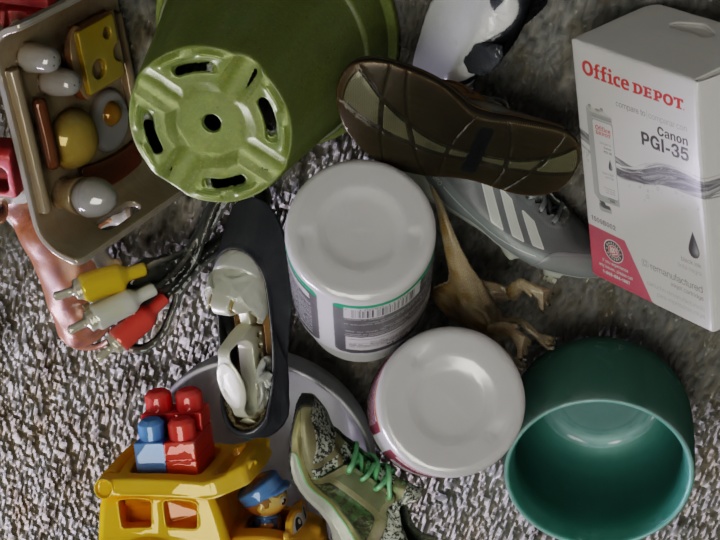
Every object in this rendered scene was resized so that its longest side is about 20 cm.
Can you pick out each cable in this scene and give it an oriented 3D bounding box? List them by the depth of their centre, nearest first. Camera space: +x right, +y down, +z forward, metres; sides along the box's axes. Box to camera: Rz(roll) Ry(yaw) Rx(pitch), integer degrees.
[{"bbox_3d":[-0.148,0.004,1.495,0.200,0.050,0.097,-31,117,-1],"label":"cable"}]

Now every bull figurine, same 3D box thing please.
[{"bbox_3d":[-0.238,-0.023,1.537,0.121,0.065,0.200,-10,120,12],"label":"bull figurine"}]

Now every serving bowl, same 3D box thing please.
[{"bbox_3d":[-0.079,0.148,1.592,0.200,0.066,0.201,6,119,11],"label":"serving bowl"}]

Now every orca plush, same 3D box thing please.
[{"bbox_3d":[0.106,-0.214,1.361,0.105,0.071,0.200,44,128,42],"label":"orca plush"}]

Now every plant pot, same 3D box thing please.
[{"bbox_3d":[-0.085,-0.146,1.358,0.199,0.190,0.201,6,119,10],"label":"plant pot"}]

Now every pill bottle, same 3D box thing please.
[{"bbox_3d":[0.000,0.000,1.410,0.113,0.113,0.200,16,163,5],"label":"pill bottle"},{"bbox_3d":[0.064,0.108,1.447,0.114,0.200,0.115,0,84,-3],"label":"pill bottle"}]

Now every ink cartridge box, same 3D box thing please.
[{"bbox_3d":[0.235,-0.078,1.335,0.083,0.146,0.200,-23,119,-25],"label":"ink cartridge box"}]

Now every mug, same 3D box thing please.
[{"bbox_3d":[0.186,0.140,1.487,0.152,0.115,0.185,32,123,-13],"label":"mug"}]

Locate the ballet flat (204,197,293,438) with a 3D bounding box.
[{"bbox_3d":[-0.091,0.044,1.470,0.073,0.073,0.201,2,104,13],"label":"ballet flat"}]

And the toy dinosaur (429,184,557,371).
[{"bbox_3d":[0.097,0.027,1.437,0.101,0.058,0.200,19,149,30],"label":"toy dinosaur"}]

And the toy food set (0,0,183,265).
[{"bbox_3d":[-0.203,-0.123,1.421,0.060,0.143,0.200,10,122,31],"label":"toy food set"}]

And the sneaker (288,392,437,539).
[{"bbox_3d":[0.007,0.175,1.508,0.088,0.077,0.200,-15,122,20],"label":"sneaker"}]

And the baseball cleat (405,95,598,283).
[{"bbox_3d":[0.117,-0.069,1.420,0.200,0.070,0.107,26,122,-2],"label":"baseball cleat"}]

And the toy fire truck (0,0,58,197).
[{"bbox_3d":[-0.276,-0.174,1.419,0.049,0.141,0.200,6,120,11],"label":"toy fire truck"}]

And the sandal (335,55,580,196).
[{"bbox_3d":[0.071,-0.112,1.357,0.200,0.055,0.082,12,124,-20],"label":"sandal"}]

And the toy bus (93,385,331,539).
[{"bbox_3d":[-0.123,0.194,1.529,0.199,0.136,0.193,1,103,12],"label":"toy bus"}]
